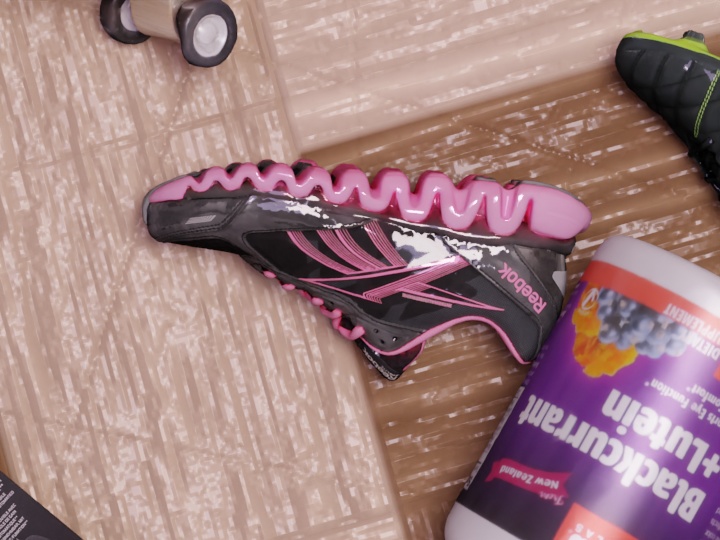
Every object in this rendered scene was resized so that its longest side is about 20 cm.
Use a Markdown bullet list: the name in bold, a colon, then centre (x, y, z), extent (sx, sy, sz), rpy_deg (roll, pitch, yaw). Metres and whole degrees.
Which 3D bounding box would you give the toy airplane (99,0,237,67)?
- **toy airplane**: centre (-0.129, -0.175, 0.954), extent (0.198, 0.199, 0.142), rpy_deg (16, 96, 4)

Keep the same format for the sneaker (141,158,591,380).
- **sneaker**: centre (0.000, 0.000, 1.005), extent (0.198, 0.079, 0.096), rpy_deg (6, 97, 3)

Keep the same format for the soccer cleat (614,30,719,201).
- **soccer cleat**: centre (0.189, -0.032, 1.003), extent (0.199, 0.068, 0.081), rpy_deg (34, 86, 1)

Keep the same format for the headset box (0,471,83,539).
- **headset box**: centre (-0.180, 0.166, 0.961), extent (0.200, 0.075, 0.149), rpy_deg (38, 59, 3)

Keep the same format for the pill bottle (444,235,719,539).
- **pill bottle**: centre (0.104, 0.097, 0.970), extent (0.111, 0.111, 0.201), rpy_deg (29, 86, 3)
